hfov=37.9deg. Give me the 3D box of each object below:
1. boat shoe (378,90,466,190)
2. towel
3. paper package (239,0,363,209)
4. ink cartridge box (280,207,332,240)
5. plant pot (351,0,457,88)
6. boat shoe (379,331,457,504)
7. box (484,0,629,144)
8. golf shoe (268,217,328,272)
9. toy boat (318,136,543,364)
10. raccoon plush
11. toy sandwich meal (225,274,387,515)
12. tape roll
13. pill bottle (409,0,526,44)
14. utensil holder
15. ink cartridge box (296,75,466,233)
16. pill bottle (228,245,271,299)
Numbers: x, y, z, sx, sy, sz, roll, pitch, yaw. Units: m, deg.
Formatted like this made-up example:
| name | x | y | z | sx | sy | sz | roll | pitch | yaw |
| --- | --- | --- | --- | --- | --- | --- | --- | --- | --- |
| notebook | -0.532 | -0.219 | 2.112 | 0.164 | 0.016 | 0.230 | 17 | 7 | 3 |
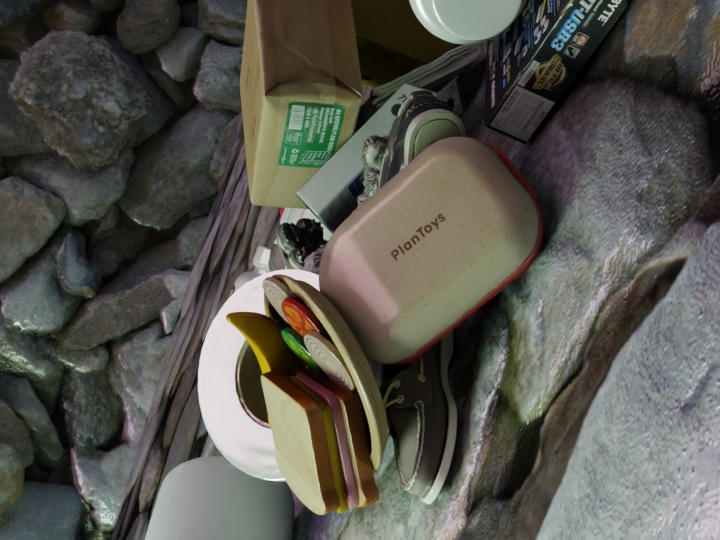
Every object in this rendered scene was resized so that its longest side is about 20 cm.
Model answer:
| name | x | y | z | sx | sy | sz | roll | pitch | yaw |
| --- | --- | --- | --- | --- | --- | --- | --- | --- | --- |
| boat shoe | 0.047 | -0.059 | 0.931 | 0.068 | 0.071 | 0.201 | -125 | 37 | -52 |
| towel | 0.046 | -0.193 | 1.182 | 0.146 | 0.024 | 0.200 | -29 | 0 | -18 |
| paper package | -0.068 | -0.192 | 1.120 | 0.200 | 0.102 | 0.192 | 109 | 157 | -58 |
| ink cartridge box | -0.047 | -0.089 | 1.435 | 0.200 | 0.083 | 0.146 | -100 | 33 | -62 |
| plant pot | 0.039 | -0.325 | 1.230 | 0.194 | 0.194 | 0.202 | 152 | 135 | -69 |
| boat shoe | 0.043 | 0.106 | 0.888 | 0.201 | 0.059 | 0.072 | -86 | 22 | -47 |
| box | 0.174 | -0.246 | 0.911 | 0.199 | 0.049 | 0.201 | 126 | 160 | -44 |
| golf shoe | -0.046 | 0.043 | 1.163 | 0.095 | 0.077 | 0.201 | -49 | 54 | 45 |
| toy boat | 0.064 | -0.007 | 0.872 | 0.200 | 0.131 | 0.131 | -40 | 64 | 12 |
| raccoon plush | -0.002 | -0.062 | 1.019 | 0.199 | 0.135 | 0.097 | -18 | 20 | 25 |
| toy sandwich meal | -0.048 | 0.102 | 0.877 | 0.205 | 0.070 | 0.206 | 49 | 154 | 34 |
| tape roll | -0.059 | 0.102 | 1.017 | 0.201 | 0.071 | 0.204 | -7 | 75 | 29 |
| pill bottle | 0.091 | -0.271 | 0.944 | 0.200 | 0.108 | 0.110 | -96 | 31 | -63 |
| utensil holder | -0.158 | 0.324 | 1.112 | 0.201 | 0.169 | 0.170 | -85 | 22 | -50 |
| ink cartridge box | 0.024 | -0.126 | 1.087 | 0.200 | 0.039 | 0.099 | -44 | -16 | -1 |
| pill bottle | -0.142 | 0.071 | 1.509 | 0.112 | 0.111 | 0.202 | -159 | 90 | -75 |
